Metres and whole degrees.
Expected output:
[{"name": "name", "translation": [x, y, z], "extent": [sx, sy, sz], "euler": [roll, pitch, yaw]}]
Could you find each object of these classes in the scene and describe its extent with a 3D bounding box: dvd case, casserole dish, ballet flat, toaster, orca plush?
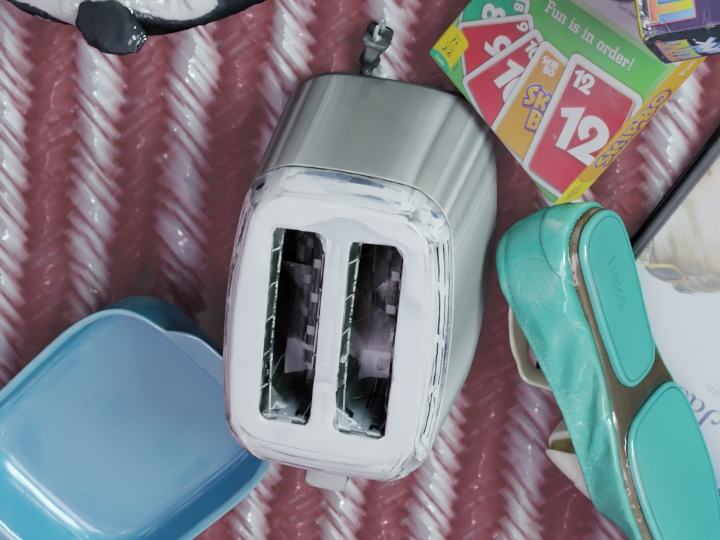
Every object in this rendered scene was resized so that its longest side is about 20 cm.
[{"name": "dvd case", "translation": [0.193, 0.015, 1.217], "extent": [0.142, 0.018, 0.200], "euler": [33, 118, -5]}, {"name": "casserole dish", "translation": [-0.121, 0.084, 1.298], "extent": [0.121, 0.039, 0.200], "euler": [43, 128, -9]}, {"name": "ballet flat", "translation": [0.113, 0.058, 1.219], "extent": [0.070, 0.067, 0.201], "euler": [-1, 117, 42]}, {"name": "toaster", "translation": [0.000, 0.000, 1.192], "extent": [0.113, 0.129, 0.201], "euler": [11, 117, 7]}, {"name": "orca plush", "translation": [-0.070, -0.148, 1.188], "extent": [0.199, 0.071, 0.106], "euler": [-22, 65, 17]}]

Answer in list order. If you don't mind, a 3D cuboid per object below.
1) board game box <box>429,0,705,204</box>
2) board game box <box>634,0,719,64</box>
[{"name": "board game box", "translation": [0.120, -0.130, 1.131], "extent": [0.096, 0.030, 0.200], "euler": [51, 121, 17]}, {"name": "board game box", "translation": [0.185, -0.197, 1.043], "extent": [0.164, 0.057, 0.202], "euler": [-8, 81, 18]}]
